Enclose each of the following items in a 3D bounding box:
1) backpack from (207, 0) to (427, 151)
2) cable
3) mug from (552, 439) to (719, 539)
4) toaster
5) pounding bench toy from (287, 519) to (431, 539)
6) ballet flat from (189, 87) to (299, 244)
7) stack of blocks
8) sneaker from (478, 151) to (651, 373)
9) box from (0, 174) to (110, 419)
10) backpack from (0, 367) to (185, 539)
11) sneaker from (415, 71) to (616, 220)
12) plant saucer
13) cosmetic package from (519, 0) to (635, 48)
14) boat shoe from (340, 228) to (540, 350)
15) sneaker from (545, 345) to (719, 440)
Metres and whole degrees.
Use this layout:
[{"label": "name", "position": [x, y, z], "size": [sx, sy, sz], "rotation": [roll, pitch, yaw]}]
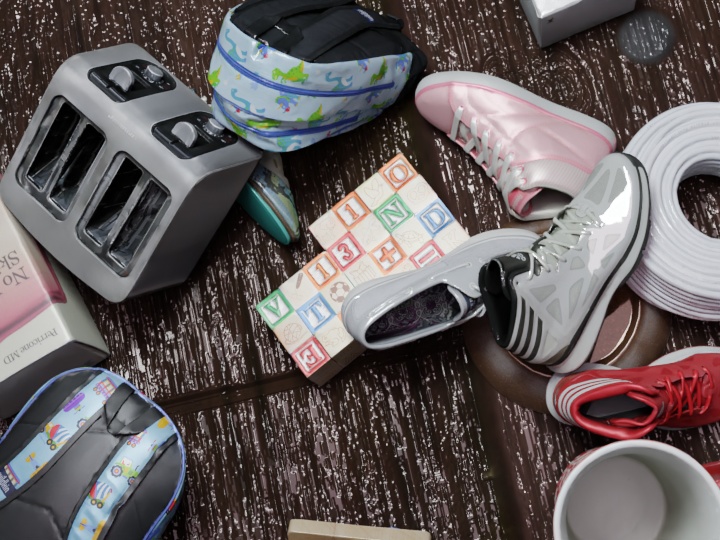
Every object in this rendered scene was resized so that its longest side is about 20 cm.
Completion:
[{"label": "backpack", "position": [-0.054, -0.192, 1.159], "size": [0.163, 0.200, 0.154], "rotation": [35, 107, 12]}, {"label": "cable", "position": [0.322, -0.054, 1.124], "size": [0.199, 0.069, 0.201], "rotation": [22, 72, 8]}, {"label": "mug", "position": [0.241, 0.208, 1.027], "size": [0.176, 0.200, 0.135], "rotation": [7, 85, 6]}, {"label": "toaster", "position": [-0.221, -0.086, 1.162], "size": [0.181, 0.119, 0.201], "rotation": [41, 115, 13]}, {"label": "pounding bench toy", "position": [-0.005, 0.329, 1.086], "size": [0.123, 0.201, 0.157], "rotation": [4, 47, 6]}, {"label": "ballet flat", "position": [-0.118, -0.111, 1.218], "size": [0.200, 0.074, 0.074], "rotation": [41, 86, 10]}, {"label": "stack of blocks", "position": [0.000, 0.000, 1.175], "size": [0.200, 0.059, 0.115], "rotation": [-39, 72, 1]}, {"label": "sneaker", "position": [0.172, -0.015, 1.060], "size": [0.075, 0.115, 0.202], "rotation": [25, 96, 52]}, {"label": "box", "position": [-0.353, 0.023, 1.197], "size": [0.127, 0.109, 0.201], "rotation": [-31, 76, 0]}, {"label": "backpack", "position": [-0.248, 0.197, 1.133], "size": [0.182, 0.135, 0.201], "rotation": [36, 85, 13]}, {"label": "sneaker", "position": [0.134, -0.114, 1.168], "size": [0.199, 0.076, 0.105], "rotation": [20, 64, 8]}, {"label": "plant saucer", "position": [0.191, 0.034, 1.159], "size": [0.199, 0.037, 0.202], "rotation": [-1, 79, 7]}, {"label": "cosmetic package", "position": [0.185, -0.336, 1.212], "size": [0.107, 0.085, 0.201], "rotation": [-20, 77, 4]}, {"label": "boat shoe", "position": [0.082, 0.020, 1.101], "size": [0.198, 0.069, 0.073], "rotation": [-14, 117, -11]}, {"label": "sneaker", "position": [0.269, 0.117, 1.074], "size": [0.198, 0.116, 0.079], "rotation": [-9, 99, -3]}]
